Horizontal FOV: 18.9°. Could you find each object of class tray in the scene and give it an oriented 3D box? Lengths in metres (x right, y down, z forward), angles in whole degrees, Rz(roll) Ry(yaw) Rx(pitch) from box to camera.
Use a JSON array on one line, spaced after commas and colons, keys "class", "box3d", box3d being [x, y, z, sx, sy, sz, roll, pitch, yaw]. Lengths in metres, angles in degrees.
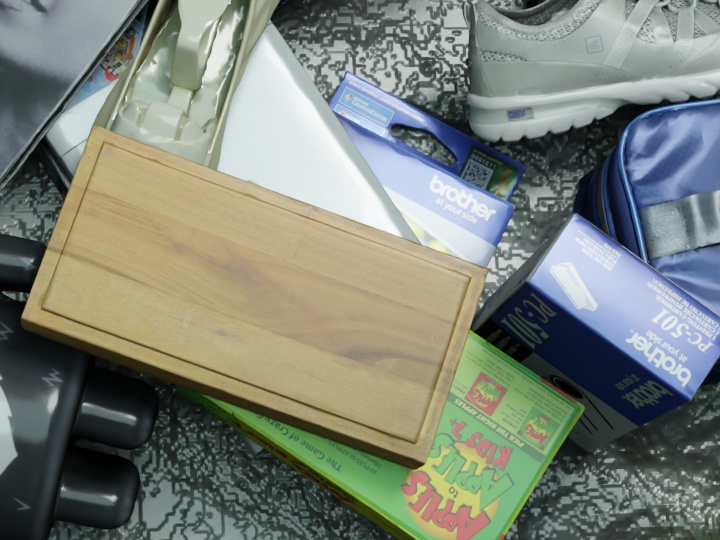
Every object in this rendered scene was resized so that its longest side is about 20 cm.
[{"class": "tray", "box3d": [-0.049, 0.013, 1.019, 0.199, 0.037, 0.099, 20, 78, -5]}]

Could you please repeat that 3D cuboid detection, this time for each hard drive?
[{"class": "hard drive", "box3d": [-0.055, -0.024, 1.109, 0.132, 0.027, 0.200, -33, 85, -10]}]

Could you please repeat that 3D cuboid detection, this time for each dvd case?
[{"class": "dvd case", "box3d": [-0.180, -0.162, 1.112, 0.148, 0.016, 0.200, 36, 84, 15]}]

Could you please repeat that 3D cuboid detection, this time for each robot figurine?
[{"class": "robot figurine", "box3d": [-0.202, 0.069, 1.058, 0.199, 0.125, 0.151, 15, 58, -5]}]

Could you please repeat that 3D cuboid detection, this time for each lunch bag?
[{"class": "lunch bag", "box3d": [0.221, -0.020, 1.130, 0.199, 0.132, 0.137, -11, 80, -9]}]

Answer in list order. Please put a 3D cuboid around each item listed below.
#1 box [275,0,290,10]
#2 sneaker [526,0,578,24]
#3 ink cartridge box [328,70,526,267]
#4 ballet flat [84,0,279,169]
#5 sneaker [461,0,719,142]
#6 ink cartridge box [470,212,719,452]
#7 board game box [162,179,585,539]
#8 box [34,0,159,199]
[{"class": "box", "box3d": [-0.038, -0.259, 1.117, 0.198, 0.050, 0.201, -29, 93, 29]}, {"class": "sneaker", "box3d": [0.155, -0.203, 1.188, 0.077, 0.076, 0.201, 29, 75, 0]}, {"class": "ink cartridge box", "box3d": [0.000, 0.000, 1.145, 0.119, 0.042, 0.201, 28, 74, -1]}, {"class": "ballet flat", "box3d": [-0.092, -0.090, 1.070, 0.069, 0.069, 0.201, 19, 79, -3]}, {"class": "sneaker", "box3d": [0.147, -0.129, 1.117, 0.199, 0.075, 0.082, -17, 108, -7]}, {"class": "ink cartridge box", "box3d": [0.110, 0.036, 1.068, 0.094, 0.200, 0.044, 36, 76, 1]}, {"class": "board game box", "box3d": [-0.002, 0.055, 1.063, 0.200, 0.048, 0.102, 34, 80, -1]}, {"class": "box", "box3d": [-0.156, -0.138, 1.155, 0.110, 0.035, 0.200, -32, 84, -12]}]
